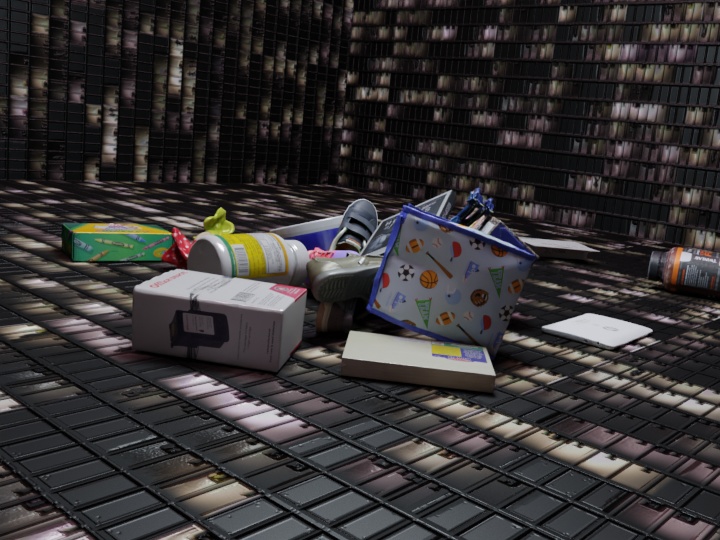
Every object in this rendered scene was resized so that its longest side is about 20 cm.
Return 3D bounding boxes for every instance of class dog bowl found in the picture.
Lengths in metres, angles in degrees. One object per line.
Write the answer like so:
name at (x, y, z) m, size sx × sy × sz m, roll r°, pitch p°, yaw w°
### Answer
dog bowl at (-0.089, -0.065, 1.627) m, size 0.198 × 0.080 × 0.200 m, roll -11°, pitch 3°, yaw 1°

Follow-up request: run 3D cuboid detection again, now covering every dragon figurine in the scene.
dragon figurine at (0.156, -0.054, 1.305) m, size 0.059 × 0.201 × 0.099 m, roll 40°, pitch -28°, yaw -11°

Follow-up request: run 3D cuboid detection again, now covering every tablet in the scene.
tablet at (0.416, 0.103, 1.345) m, size 0.129 × 0.014 × 0.199 m, roll 15°, pitch 14°, yaw 38°

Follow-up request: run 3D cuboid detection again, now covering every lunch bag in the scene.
lunch bag at (0.124, 0.012, 1.128) m, size 0.198 × 0.172 × 0.124 m, roll 18°, pitch 6°, yaw -10°

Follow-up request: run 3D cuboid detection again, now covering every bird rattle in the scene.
bird rattle at (-0.288, -0.047, 1.535) m, size 0.162 × 0.114 × 0.200 m, roll 24°, pitch 16°, yaw 6°

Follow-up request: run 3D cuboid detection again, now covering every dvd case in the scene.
dvd case at (0.078, -0.066, 1.298) m, size 0.149 × 0.025 × 0.200 m, roll -23°, pitch 18°, yaw 25°

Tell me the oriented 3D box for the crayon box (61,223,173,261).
crayon box at (-0.494, -0.058, 1.567) m, size 0.198 × 0.059 × 0.118 m, roll 0°, pitch 12°, yaw -32°

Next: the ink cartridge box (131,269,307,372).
ink cartridge box at (-0.185, 0.062, 1.029) m, size 0.198 × 0.085 × 0.145 m, roll 8°, pitch 11°, yaw 7°

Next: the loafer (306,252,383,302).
loafer at (0.000, 0.000, 1.167) m, size 0.199 × 0.076 × 0.070 m, roll 0°, pitch 41°, yaw -43°

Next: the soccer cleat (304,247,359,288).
soccer cleat at (-0.065, -0.011, 1.370) m, size 0.067 × 0.077 × 0.200 m, roll -45°, pitch 11°, yaw -23°

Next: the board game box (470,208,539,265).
board game box at (0.206, -0.013, 1.381) m, size 0.097 × 0.160 × 0.200 m, roll 40°, pitch 6°, yaw -11°

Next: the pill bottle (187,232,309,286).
pill bottle at (-0.186, -0.008, 1.324) m, size 0.112 × 0.114 × 0.199 m, roll 16°, pitch 15°, yaw 43°

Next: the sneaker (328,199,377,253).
sneaker at (-0.011, -0.063, 1.496) m, size 0.078 × 0.202 × 0.079 m, roll 25°, pitch -27°, yaw -6°

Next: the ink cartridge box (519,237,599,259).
ink cartridge box at (0.551, -0.057, 2.185) m, size 0.198 × 0.044 × 0.174 m, roll 4°, pitch 11°, yaw -10°

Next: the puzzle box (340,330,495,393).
puzzle box at (0.076, 0.120, 1.029) m, size 0.197 × 0.026 × 0.133 m, roll 7°, pitch 10°, yaw 3°

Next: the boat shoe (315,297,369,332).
boat shoe at (-0.015, 0.053, 1.226) m, size 0.064 × 0.073 × 0.200 m, roll 18°, pitch 19°, yaw 11°

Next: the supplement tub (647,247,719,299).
supplement tub at (0.786, 0.004, 1.815) m, size 0.198 × 0.108 × 0.107 m, roll 11°, pitch 12°, yaw 25°
